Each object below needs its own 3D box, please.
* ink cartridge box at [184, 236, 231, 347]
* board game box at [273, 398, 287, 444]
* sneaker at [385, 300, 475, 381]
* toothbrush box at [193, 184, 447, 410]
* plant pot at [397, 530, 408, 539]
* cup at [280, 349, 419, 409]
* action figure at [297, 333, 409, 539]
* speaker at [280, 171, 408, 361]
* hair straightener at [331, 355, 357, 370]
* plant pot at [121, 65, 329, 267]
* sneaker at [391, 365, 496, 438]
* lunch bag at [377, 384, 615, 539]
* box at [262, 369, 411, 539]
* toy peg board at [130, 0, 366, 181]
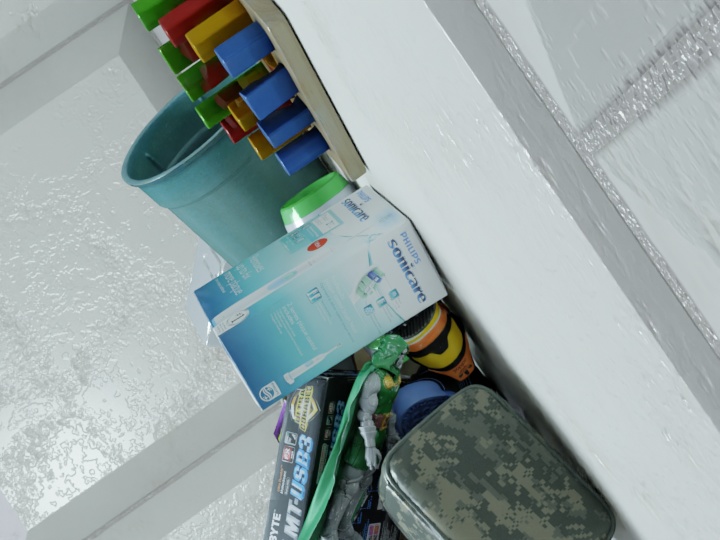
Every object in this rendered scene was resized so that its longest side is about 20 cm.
[{"bbox_3d":[-0.114,0.020,2.040,0.147,0.198,0.147,-132,53,-64],"label":"ink cartridge box"},{"bbox_3d":[-0.035,0.243,1.689,0.201,0.032,0.120,61,165,16],"label":"board game box"},{"bbox_3d":[0.055,0.051,1.476,0.090,0.070,0.200,47,-177,-19],"label":"sneaker"},{"bbox_3d":[-0.040,0.020,1.405,0.086,0.199,0.146,61,175,-21],"label":"toothbrush box"},{"bbox_3d":[0.106,0.293,1.590,0.201,0.186,0.187,57,177,15],"label":"plant pot"},{"bbox_3d":[0.023,0.122,1.808,0.143,0.201,0.201,21,-157,-43],"label":"cup"},{"bbox_3d":[0.004,0.151,1.367,0.054,0.202,0.118,19,-167,17],"label":"action figure"},{"bbox_3d":[0.000,0.000,1.600,0.201,0.088,0.088,56,176,-10],"label":"speaker"},{"bbox_3d":[-0.015,0.153,1.595,0.077,0.041,0.202,-94,-5,-83],"label":"hair straightener"},{"bbox_3d":[-0.127,-0.101,1.708,0.196,0.200,0.200,48,180,-27],"label":"plant pot"},{"bbox_3d":[0.070,0.119,1.484,0.078,0.070,0.200,50,-164,25],"label":"sneaker"},{"bbox_3d":[0.112,0.220,1.355,0.200,0.139,0.168,43,158,18],"label":"lunch bag"},{"bbox_3d":[-0.015,0.197,1.474,0.049,0.202,0.198,9,-179,31],"label":"box"},{"bbox_3d":[-0.109,-0.177,1.395,0.199,0.097,0.200,52,175,45],"label":"toy peg board"}]
